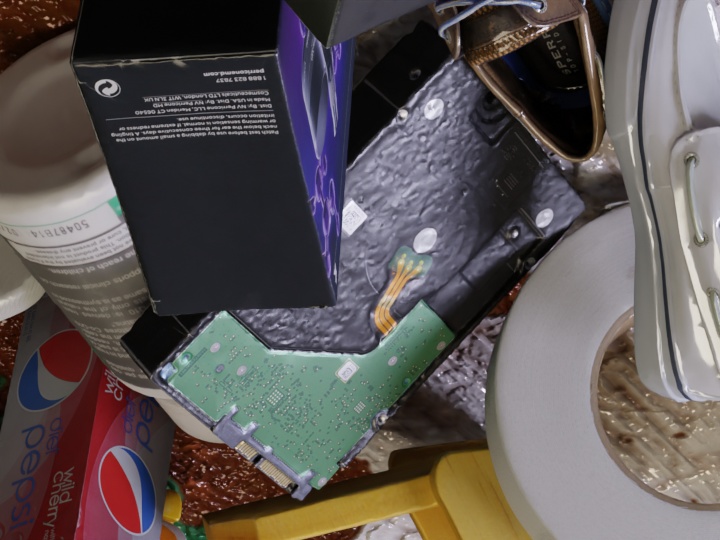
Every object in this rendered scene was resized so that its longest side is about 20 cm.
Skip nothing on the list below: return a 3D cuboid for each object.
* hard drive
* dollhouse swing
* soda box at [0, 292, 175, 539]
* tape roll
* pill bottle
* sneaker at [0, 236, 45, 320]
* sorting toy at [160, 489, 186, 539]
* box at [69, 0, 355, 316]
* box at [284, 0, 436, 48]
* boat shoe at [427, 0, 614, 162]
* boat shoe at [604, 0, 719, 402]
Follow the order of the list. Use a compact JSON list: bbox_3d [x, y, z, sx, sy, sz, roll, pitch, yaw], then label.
[{"bbox_3d":[0.000,0.000,0.980,0.200,0.038,0.140,-48,136,-1],"label":"hard drive"},{"bbox_3d":[0.034,0.170,1.104,0.175,0.183,0.200,-28,180,-8],"label":"dollhouse swing"},{"bbox_3d":[-0.140,0.094,1.071,0.070,0.201,0.063,-20,134,27],"label":"soda box"},{"bbox_3d":[0.158,0.064,1.010,0.201,0.205,0.037,6,160,-3],"label":"tape roll"},{"bbox_3d":[-0.094,-0.011,1.008,0.112,0.114,0.200,-12,138,19],"label":"pill bottle"},{"bbox_3d":[-0.236,0.011,1.095,0.198,0.076,0.089,-6,153,21],"label":"sneaker"},{"bbox_3d":[-0.216,0.151,1.239,0.179,0.107,0.200,34,133,-22],"label":"sorting toy"},{"bbox_3d":[-0.048,-0.105,0.819,0.078,0.201,0.142,-1,142,6],"label":"box"},{"bbox_3d":[-0.008,-0.202,0.675,0.124,0.200,0.149,-25,152,-29],"label":"box"},{"bbox_3d":[0.061,-0.123,0.888,0.072,0.073,0.200,-20,135,27],"label":"boat shoe"},{"bbox_3d":[0.156,-0.038,0.928,0.066,0.073,0.202,7,115,37],"label":"boat shoe"}]
